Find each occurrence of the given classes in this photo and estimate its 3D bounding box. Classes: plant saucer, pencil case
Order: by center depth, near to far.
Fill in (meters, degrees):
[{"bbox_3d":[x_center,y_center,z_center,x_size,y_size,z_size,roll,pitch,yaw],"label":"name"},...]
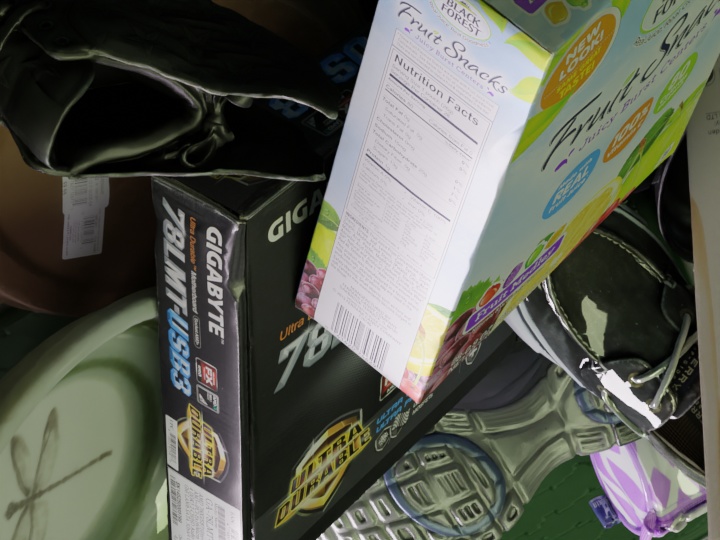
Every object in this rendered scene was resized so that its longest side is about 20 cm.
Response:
[{"bbox_3d":[-0.117,0.088,0.900,0.200,0.050,0.200,-42,148,-35],"label":"plant saucer"},{"bbox_3d":[-0.084,-0.051,0.912,0.200,0.029,0.200,-16,138,-15],"label":"plant saucer"},{"bbox_3d":[0.207,0.066,1.151,0.200,0.086,0.084,-23,141,-8],"label":"pencil case"}]

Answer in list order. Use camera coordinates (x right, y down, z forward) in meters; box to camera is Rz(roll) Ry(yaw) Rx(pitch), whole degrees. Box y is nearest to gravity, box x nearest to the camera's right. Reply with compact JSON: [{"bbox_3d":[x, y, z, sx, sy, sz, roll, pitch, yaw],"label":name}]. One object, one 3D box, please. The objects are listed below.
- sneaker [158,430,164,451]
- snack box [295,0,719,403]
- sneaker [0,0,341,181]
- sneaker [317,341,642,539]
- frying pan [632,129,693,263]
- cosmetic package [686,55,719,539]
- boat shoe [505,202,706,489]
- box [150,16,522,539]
[{"bbox_3d":[-0.067,0.097,1.035,0.106,0.075,0.200,-13,136,-18],"label":"sneaker"},{"bbox_3d":[0.066,-0.072,0.795,0.169,0.068,0.200,-43,162,-32],"label":"snack box"},{"bbox_3d":[-0.111,-0.076,0.782,0.199,0.104,0.060,5,126,-14],"label":"sneaker"},{"bbox_3d":[0.060,0.072,1.067,0.200,0.087,0.075,-26,104,-7],"label":"sneaker"},{"bbox_3d":[0.144,-0.037,1.029,0.190,0.031,0.115,-28,137,-18],"label":"frying pan"},{"bbox_3d":[0.190,0.011,0.948,0.071,0.200,0.105,-6,172,39],"label":"cosmetic package"},{"bbox_3d":[0.128,0.032,0.975,0.072,0.071,0.200,-51,126,-2],"label":"boat shoe"},{"bbox_3d":[0.000,0.000,0.920,0.200,0.050,0.199,-40,147,-38],"label":"box"}]
